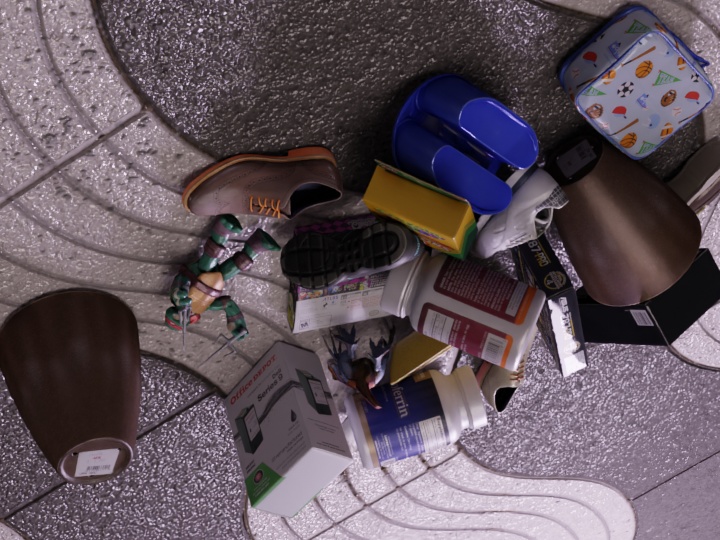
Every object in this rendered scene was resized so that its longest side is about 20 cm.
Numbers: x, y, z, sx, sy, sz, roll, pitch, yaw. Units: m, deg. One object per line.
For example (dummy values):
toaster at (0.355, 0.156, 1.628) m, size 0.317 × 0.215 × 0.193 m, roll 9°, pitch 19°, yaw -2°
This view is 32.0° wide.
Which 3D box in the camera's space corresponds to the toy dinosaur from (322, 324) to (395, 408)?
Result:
toy dinosaur at (-0.013, 0.149, 1.802) m, size 0.104 × 0.201 × 0.182 m, roll 10°, pitch 143°, yaw 1°

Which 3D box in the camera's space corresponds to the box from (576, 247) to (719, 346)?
box at (0.411, 0.038, 1.823) m, size 0.141 × 0.200 × 0.079 m, roll -40°, pitch 106°, yaw -21°

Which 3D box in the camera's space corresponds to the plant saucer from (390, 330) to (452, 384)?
plant saucer at (0.131, 0.085, 1.824) m, size 0.199 × 0.049 × 0.200 m, roll -35°, pitch 173°, yaw 11°

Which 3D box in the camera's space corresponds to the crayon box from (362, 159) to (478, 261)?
crayon box at (0.075, -0.073, 1.558) m, size 0.051 × 0.126 × 0.200 m, roll -65°, pitch 167°, yaw -5°

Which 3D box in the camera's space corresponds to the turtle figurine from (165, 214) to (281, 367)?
turtle figurine at (-0.197, 0.025, 1.610) m, size 0.201 × 0.101 × 0.149 m, roll -55°, pitch 148°, yaw 11°

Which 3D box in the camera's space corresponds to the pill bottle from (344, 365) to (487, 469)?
pill bottle at (0.084, 0.216, 1.884) m, size 0.198 × 0.116 × 0.116 m, roll -17°, pitch 140°, yaw -4°

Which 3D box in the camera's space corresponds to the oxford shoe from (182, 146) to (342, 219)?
oxford shoe at (-0.118, -0.097, 1.534) m, size 0.198 × 0.073 × 0.072 m, roll -15°, pitch 140°, yaw -10°

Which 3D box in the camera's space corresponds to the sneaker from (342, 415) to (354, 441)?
sneaker at (0.064, 0.235, 1.965) m, size 0.198 × 0.100 × 0.075 m, roll -20°, pitch 157°, yaw -4°

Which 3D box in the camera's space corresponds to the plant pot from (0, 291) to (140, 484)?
plant pot at (-0.355, 0.164, 1.596) m, size 0.185 × 0.201 × 0.188 m, roll -14°, pitch 140°, yaw -12°

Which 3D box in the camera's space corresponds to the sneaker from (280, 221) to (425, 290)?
sneaker at (-0.010, -0.016, 1.594) m, size 0.198 × 0.076 × 0.079 m, roll -6°, pitch 176°, yaw 30°

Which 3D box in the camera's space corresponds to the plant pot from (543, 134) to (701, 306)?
plant pot at (0.339, -0.087, 1.717) m, size 0.186 × 0.188 × 0.200 m, roll -35°, pitch 124°, yaw 13°

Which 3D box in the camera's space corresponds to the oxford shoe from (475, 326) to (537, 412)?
oxford shoe at (0.244, 0.141, 1.976) m, size 0.070 × 0.074 × 0.201 m, roll -5°, pitch 137°, yaw -21°

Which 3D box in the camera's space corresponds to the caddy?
caddy at (0.127, -0.159, 1.571) m, size 0.199 × 0.105 × 0.142 m, roll 28°, pitch 94°, yaw -44°

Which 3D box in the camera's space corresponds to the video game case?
video game case at (0.000, 0.000, 1.729) m, size 0.198 × 0.036 × 0.182 m, roll -10°, pitch 138°, yaw -16°

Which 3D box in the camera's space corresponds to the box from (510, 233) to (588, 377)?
box at (0.268, 0.034, 1.804) m, size 0.049 × 0.162 × 0.201 m, roll -24°, pitch 139°, yaw -1°

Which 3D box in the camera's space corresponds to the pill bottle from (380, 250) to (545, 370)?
pill bottle at (0.134, 0.044, 1.659) m, size 0.199 × 0.114 × 0.115 m, roll 23°, pitch 135°, yaw 10°

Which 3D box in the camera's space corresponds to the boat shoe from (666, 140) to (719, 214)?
boat shoe at (0.468, -0.102, 1.828) m, size 0.200 × 0.072 × 0.059 m, roll -44°, pitch 134°, yaw 14°

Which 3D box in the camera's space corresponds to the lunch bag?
lunch bag at (0.362, -0.242, 1.619) m, size 0.160 × 0.076 × 0.199 m, roll -43°, pitch 136°, yaw 17°

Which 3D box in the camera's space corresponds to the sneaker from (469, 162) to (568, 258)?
sneaker at (0.207, -0.065, 1.696) m, size 0.076 × 0.080 × 0.200 m, roll -46°, pitch 173°, yaw -33°

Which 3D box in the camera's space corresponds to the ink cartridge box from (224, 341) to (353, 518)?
ink cartridge box at (-0.108, 0.227, 1.796) m, size 0.084 × 0.201 × 0.146 m, roll 23°, pitch 122°, yaw -38°
